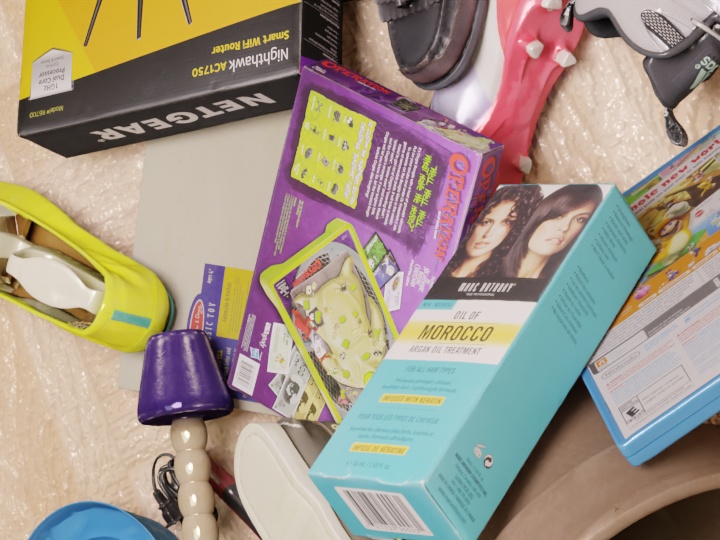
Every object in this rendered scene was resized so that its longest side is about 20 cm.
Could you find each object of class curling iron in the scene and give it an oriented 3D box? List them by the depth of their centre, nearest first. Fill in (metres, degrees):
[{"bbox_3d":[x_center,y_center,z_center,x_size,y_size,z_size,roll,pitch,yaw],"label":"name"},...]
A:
[{"bbox_3d":[-0.041,0.167,1.503,0.199,0.026,0.050,34,125,19],"label":"curling iron"}]

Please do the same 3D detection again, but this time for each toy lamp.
[{"bbox_3d":[-0.093,0.134,1.477,0.058,0.058,0.202,-11,78,26],"label":"toy lamp"}]

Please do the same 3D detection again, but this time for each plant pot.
[{"bbox_3d":[0.100,0.128,1.354,0.201,0.200,0.175,-55,50,15],"label":"plant pot"}]

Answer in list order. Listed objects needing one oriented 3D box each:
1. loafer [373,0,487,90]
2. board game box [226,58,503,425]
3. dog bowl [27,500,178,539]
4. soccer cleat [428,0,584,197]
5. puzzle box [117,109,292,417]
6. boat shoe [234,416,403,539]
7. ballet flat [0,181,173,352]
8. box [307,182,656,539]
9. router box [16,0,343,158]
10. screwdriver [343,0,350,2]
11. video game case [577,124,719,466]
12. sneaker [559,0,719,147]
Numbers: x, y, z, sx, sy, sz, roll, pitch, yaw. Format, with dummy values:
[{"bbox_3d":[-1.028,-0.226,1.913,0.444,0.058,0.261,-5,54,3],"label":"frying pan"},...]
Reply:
[{"bbox_3d":[0.029,-0.198,1.428,0.072,0.063,0.202,-15,64,44],"label":"loafer"},{"bbox_3d":[0.000,0.000,1.424,0.120,0.032,0.201,30,120,28],"label":"board game box"},{"bbox_3d":[-0.171,0.225,1.553,0.111,0.049,0.200,43,106,21],"label":"dog bowl"},{"bbox_3d":[0.061,-0.086,1.443,0.076,0.066,0.201,42,111,47],"label":"soccer cleat"},{"bbox_3d":[-0.070,-0.020,1.522,0.132,0.025,0.202,9,93,27],"label":"puzzle box"},{"bbox_3d":[0.002,0.160,1.382,0.202,0.060,0.072,59,140,30],"label":"boat shoe"},{"bbox_3d":[-0.195,-0.007,1.545,0.199,0.067,0.067,26,101,36],"label":"ballet flat"},{"bbox_3d":[0.062,0.043,1.298,0.082,0.049,0.201,0,46,45],"label":"box"},{"bbox_3d":[-0.102,-0.156,1.502,0.199,0.051,0.150,-11,70,31],"label":"router box"},{"bbox_3d":[0.047,-0.175,1.471,0.198,0.028,0.029,-8,114,21],"label":"screwdriver"},{"bbox_3d":[0.165,0.004,1.311,0.143,0.200,0.018,-36,117,8],"label":"video game case"},{"bbox_3d":[0.196,-0.127,1.350,0.199,0.078,0.141,18,87,30],"label":"sneaker"}]
